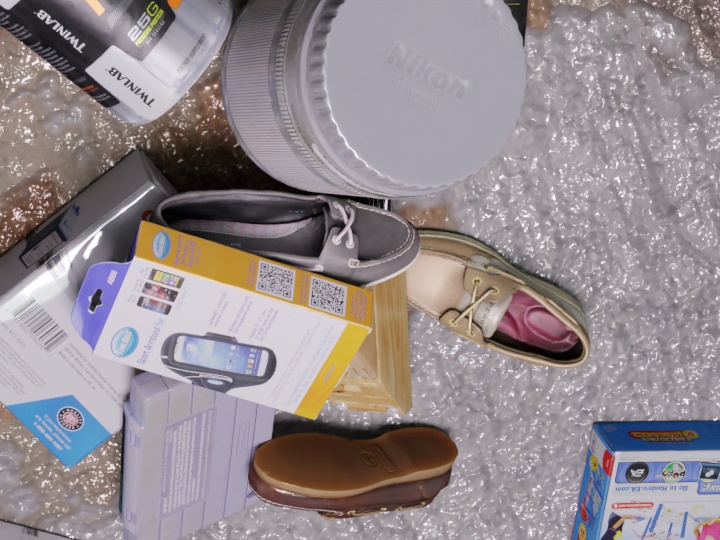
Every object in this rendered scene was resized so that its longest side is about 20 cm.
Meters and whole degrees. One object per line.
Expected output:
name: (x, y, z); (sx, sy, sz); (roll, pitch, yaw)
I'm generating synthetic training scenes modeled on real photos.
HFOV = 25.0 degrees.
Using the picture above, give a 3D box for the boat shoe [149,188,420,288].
boat shoe: (-0.054, -0.025, 1.162); (0.198, 0.067, 0.057); (0, 150, -4)

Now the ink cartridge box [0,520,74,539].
ink cartridge box: (-0.270, 0.267, 1.316); (0.199, 0.116, 0.067); (20, 107, -21)

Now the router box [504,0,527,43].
router box: (0.028, -0.232, 1.211); (0.198, 0.051, 0.150); (-2, 113, -13)

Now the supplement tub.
supplement tub: (-0.196, -0.205, 1.126); (0.200, 0.123, 0.123); (38, 100, -26)

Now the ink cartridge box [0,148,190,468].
ink cartridge box: (-0.197, 0.029, 1.248); (0.200, 0.086, 0.147); (-38, 117, 2)

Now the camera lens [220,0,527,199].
camera lens: (0.003, -0.130, 1.096); (0.159, 0.200, 0.161); (-2, 96, -23)

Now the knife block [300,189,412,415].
knife block: (0.000, 0.000, 1.291); (0.064, 0.177, 0.200); (4, 153, 23)

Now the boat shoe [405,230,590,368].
boat shoe: (0.106, 0.025, 1.335); (0.199, 0.066, 0.074); (19, 109, -17)

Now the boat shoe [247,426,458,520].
boat shoe: (-0.008, 0.178, 1.354); (0.199, 0.071, 0.071); (2, 128, -33)

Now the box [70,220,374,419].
box: (-0.103, 0.035, 1.160); (0.199, 0.042, 0.119); (19, 136, -13)

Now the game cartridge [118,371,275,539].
game cartridge: (-0.129, 0.136, 1.286); (0.129, 0.038, 0.201); (-17, 140, -26)

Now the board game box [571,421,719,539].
board game box: (0.296, 0.238, 1.487); (0.198, 0.056, 0.197); (1, 113, -15)
